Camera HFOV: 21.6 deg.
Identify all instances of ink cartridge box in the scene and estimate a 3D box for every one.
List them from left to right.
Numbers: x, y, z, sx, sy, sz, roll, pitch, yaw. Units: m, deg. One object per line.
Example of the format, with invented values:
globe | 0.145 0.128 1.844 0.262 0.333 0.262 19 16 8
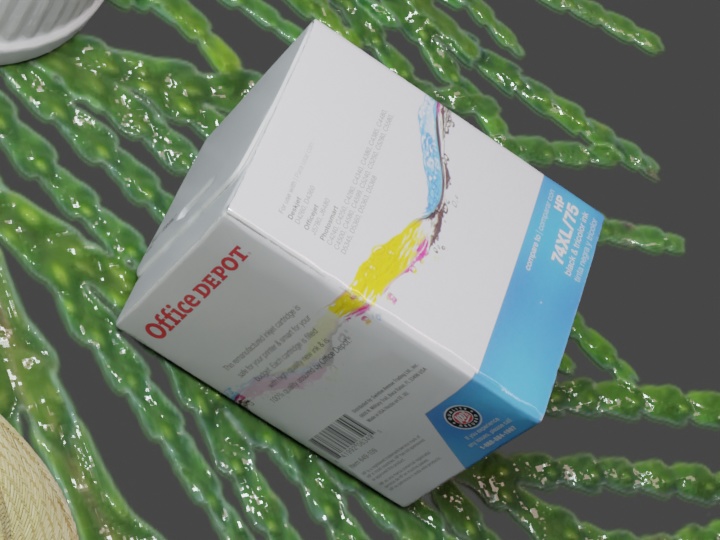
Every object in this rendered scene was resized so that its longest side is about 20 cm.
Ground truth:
ink cartridge box | 0.000 0.000 1.027 0.199 0.147 0.147 33 53 -14

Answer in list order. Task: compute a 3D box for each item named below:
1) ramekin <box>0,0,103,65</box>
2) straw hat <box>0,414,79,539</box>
ramekin | -0.211 -0.226 1.040 0.199 0.105 0.202 15 58 -26
straw hat | -0.206 0.118 0.873 0.200 0.085 0.203 15 58 -25
